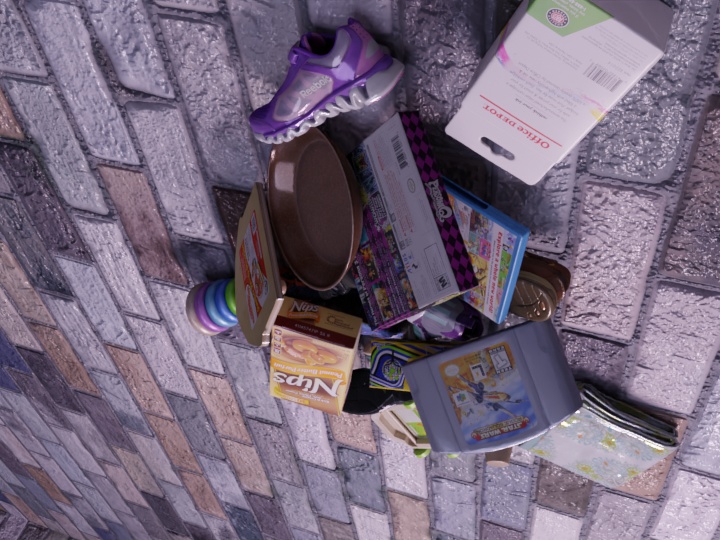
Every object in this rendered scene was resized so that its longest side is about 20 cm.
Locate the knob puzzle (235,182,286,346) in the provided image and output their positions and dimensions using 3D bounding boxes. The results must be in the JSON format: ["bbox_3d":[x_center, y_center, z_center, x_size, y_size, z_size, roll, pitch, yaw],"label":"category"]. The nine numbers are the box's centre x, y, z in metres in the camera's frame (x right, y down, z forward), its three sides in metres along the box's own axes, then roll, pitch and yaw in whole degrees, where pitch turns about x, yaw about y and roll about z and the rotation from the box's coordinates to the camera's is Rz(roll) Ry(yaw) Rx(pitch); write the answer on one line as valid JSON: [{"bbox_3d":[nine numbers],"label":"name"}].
[{"bbox_3d":[-0.137,0.012,1.102,0.030,0.222,0.220,-2,152,-22],"label":"knob puzzle"}]

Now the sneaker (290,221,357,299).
[{"bbox_3d":[0.000,0.000,1.073,0.198,0.077,0.115,22,148,17],"label":"sneaker"}]

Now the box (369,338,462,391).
[{"bbox_3d":[0.115,0.127,1.057,0.198,0.065,0.070,1,179,25],"label":"box"}]

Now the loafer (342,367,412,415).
[{"bbox_3d":[0.042,0.180,1.255,0.198,0.074,0.072,-12,173,31],"label":"loafer"}]

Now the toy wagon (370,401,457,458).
[{"bbox_3d":[0.113,0.254,1.354,0.199,0.040,0.155,-11,131,39],"label":"toy wagon"}]

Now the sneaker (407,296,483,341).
[{"bbox_3d":[0.115,0.068,1.024,0.087,0.075,0.200,29,-179,18],"label":"sneaker"}]

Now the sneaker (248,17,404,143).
[{"bbox_3d":[-0.051,-0.203,0.860,0.199,0.081,0.089,-17,120,38],"label":"sneaker"}]

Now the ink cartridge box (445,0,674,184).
[{"bbox_3d":[0.174,-0.180,0.748,0.116,0.068,0.200,30,143,-6],"label":"ink cartridge box"}]

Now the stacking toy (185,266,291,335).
[{"bbox_3d":[-0.175,0.042,1.239,0.199,0.086,0.086,-16,128,37],"label":"stacking toy"}]

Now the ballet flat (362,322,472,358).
[{"bbox_3d":[0.086,0.104,1.163,0.198,0.070,0.070,7,141,38],"label":"ballet flat"}]

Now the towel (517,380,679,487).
[{"bbox_3d":[0.345,0.250,1.197,0.170,0.048,0.201,27,145,0],"label":"towel"}]

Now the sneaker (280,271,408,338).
[{"bbox_3d":[-0.028,0.057,1.156,0.198,0.076,0.079,15,145,5],"label":"sneaker"}]

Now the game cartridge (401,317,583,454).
[{"bbox_3d":[0.158,0.146,0.979,0.198,0.041,0.135,-23,82,25],"label":"game cartridge"}]

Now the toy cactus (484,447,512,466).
[{"bbox_3d":[0.197,0.187,1.121,0.102,0.167,0.199,22,152,-27],"label":"toy cactus"}]

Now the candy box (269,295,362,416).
[{"bbox_3d":[-0.067,0.126,1.153,0.114,0.056,0.201,17,143,4],"label":"candy box"}]

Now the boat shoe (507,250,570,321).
[{"bbox_3d":[0.160,-0.003,0.978,0.199,0.067,0.073,23,140,37],"label":"boat shoe"}]

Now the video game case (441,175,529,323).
[{"bbox_3d":[0.097,-0.042,0.937,0.199,0.018,0.144,36,144,27],"label":"video game case"}]

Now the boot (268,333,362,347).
[{"bbox_3d":[-0.082,0.107,1.266,0.138,0.078,0.200,35,143,-4],"label":"boot"}]

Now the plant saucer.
[{"bbox_3d":[-0.050,-0.078,0.967,0.200,0.036,0.203,26,122,50],"label":"plant saucer"}]

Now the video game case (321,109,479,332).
[{"bbox_3d":[0.037,-0.048,0.909,0.181,0.036,0.202,-31,75,55],"label":"video game case"}]
